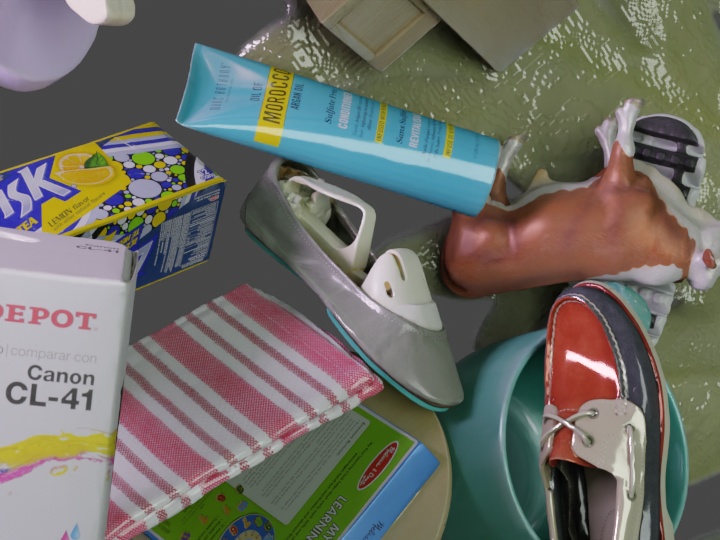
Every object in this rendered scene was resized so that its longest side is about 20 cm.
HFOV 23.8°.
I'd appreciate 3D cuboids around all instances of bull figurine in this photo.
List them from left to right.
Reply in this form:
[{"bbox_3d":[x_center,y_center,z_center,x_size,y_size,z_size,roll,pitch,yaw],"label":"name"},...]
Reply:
[{"bbox_3d":[0.144,-0.039,1.103,0.198,0.065,0.123,-8,80,11],"label":"bull figurine"}]

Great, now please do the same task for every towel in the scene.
[{"bbox_3d":[-0.103,0.085,0.991,0.199,0.146,0.030,-30,125,-21],"label":"towel"}]

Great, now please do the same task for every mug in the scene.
[{"bbox_3d":[0.118,0.110,1.050,0.184,0.114,0.153,-27,94,-39],"label":"mug"}]

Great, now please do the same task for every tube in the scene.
[{"bbox_3d":[-0.014,-0.086,1.058,0.198,0.051,0.078,17,38,-8],"label":"tube"}]

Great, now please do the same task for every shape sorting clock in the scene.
[{"bbox_3d":[-0.041,0.135,1.003,0.200,0.199,0.039,-52,140,-17],"label":"shape sorting clock"}]

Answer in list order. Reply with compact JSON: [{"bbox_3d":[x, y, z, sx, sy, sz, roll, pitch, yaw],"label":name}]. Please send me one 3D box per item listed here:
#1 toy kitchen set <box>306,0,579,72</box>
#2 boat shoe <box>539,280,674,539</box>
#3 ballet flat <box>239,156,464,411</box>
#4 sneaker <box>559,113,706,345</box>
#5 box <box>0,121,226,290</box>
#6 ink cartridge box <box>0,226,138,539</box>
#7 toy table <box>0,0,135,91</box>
[{"bbox_3d":[0.051,-0.248,1.118,0.200,0.181,0.163,-39,149,12],"label":"toy kitchen set"},{"bbox_3d":[0.129,0.107,0.944,0.062,0.071,0.202,-5,87,-41],"label":"boat shoe"},{"bbox_3d":[0.000,0.000,1.019,0.067,0.200,0.064,5,123,-51],"label":"ballet flat"},{"bbox_3d":[0.188,-0.004,1.164,0.075,0.081,0.202,23,95,19],"label":"sneaker"},{"bbox_3d":[-0.174,-0.017,0.956,0.199,0.070,0.065,-23,140,-41],"label":"box"},{"bbox_3d":[-0.192,0.084,0.836,0.146,0.086,0.202,6,103,-8],"label":"ink cartridge box"},{"bbox_3d":[-0.179,-0.214,0.950,0.183,0.117,0.202,-21,91,-43],"label":"toy table"}]
